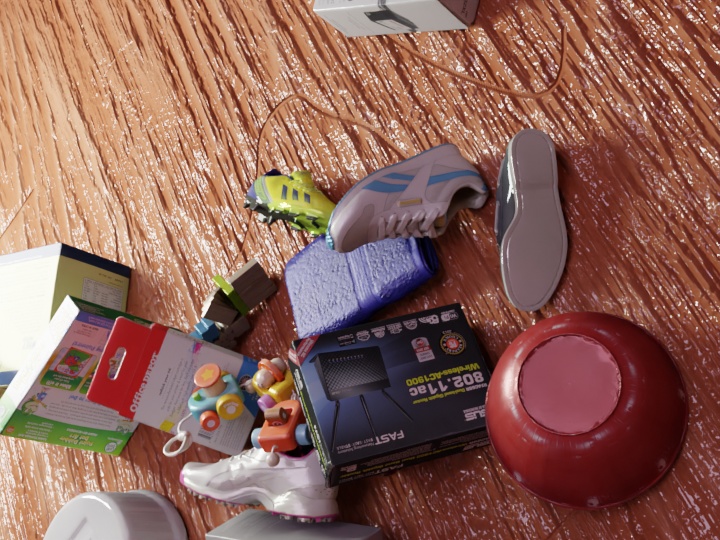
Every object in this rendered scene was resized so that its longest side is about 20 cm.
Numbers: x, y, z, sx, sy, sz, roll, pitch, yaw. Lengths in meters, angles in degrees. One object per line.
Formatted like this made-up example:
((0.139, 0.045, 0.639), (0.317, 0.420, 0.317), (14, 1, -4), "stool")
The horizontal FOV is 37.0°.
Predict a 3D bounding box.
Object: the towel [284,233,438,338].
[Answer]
((0.000, 0.000, 1.299), (0.200, 0.050, 0.148), (-35, 50, 25), "towel")

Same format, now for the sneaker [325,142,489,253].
((0.052, -0.071, 1.208), (0.200, 0.077, 0.081), (-30, 61, -18), "sneaker")

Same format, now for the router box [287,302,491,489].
((0.037, 0.129, 1.138), (0.200, 0.062, 0.150), (-13, 59, -14), "router box")

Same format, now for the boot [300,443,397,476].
((-0.024, 0.202, 1.232), (0.150, 0.073, 0.200), (15, 79, 40), "boot")

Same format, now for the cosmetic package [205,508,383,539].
((-0.069, 0.335, 1.190), (0.200, 0.090, 0.107), (0, 102, 34), "cosmetic package")

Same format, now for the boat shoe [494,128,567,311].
((0.182, -0.052, 1.177), (0.062, 0.073, 0.200), (138, 134, -76), "boat shoe")

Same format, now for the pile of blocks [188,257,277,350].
((-0.192, 0.064, 1.401), (0.062, 0.082, 0.200), (38, 98, 46), "pile of blocks")

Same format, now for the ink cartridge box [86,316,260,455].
((-0.221, 0.139, 1.327), (0.067, 0.200, 0.116), (-165, 97, -83), "ink cartridge box")

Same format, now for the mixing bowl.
((0.206, 0.120, 1.020), (0.200, 0.108, 0.200), (-6, 70, 17), "mixing bowl")

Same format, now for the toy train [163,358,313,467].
((-0.135, 0.152, 1.211), (0.200, 0.056, 0.150), (-7, 34, 28), "toy train")

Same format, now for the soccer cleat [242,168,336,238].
((-0.079, -0.094, 1.357), (0.200, 0.065, 0.084), (17, 70, 55), "soccer cleat")

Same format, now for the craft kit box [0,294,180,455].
((-0.352, 0.145, 1.421), (0.049, 0.200, 0.198), (38, 98, 39), "craft kit box")

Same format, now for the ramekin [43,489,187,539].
((-0.325, 0.380, 1.387), (0.200, 0.098, 0.201), (-14, 66, 34), "ramekin")

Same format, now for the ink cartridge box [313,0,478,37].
((0.053, -0.383, 1.359), (0.200, 0.084, 0.145), (6, 78, 39), "ink cartridge box")

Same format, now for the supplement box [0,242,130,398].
((-0.460, 0.085, 1.567), (0.200, 0.134, 0.200), (-9, 69, 35), "supplement box")

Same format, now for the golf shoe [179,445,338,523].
((-0.110, 0.226, 1.208), (0.200, 0.075, 0.092), (6, 84, 23), "golf shoe")
